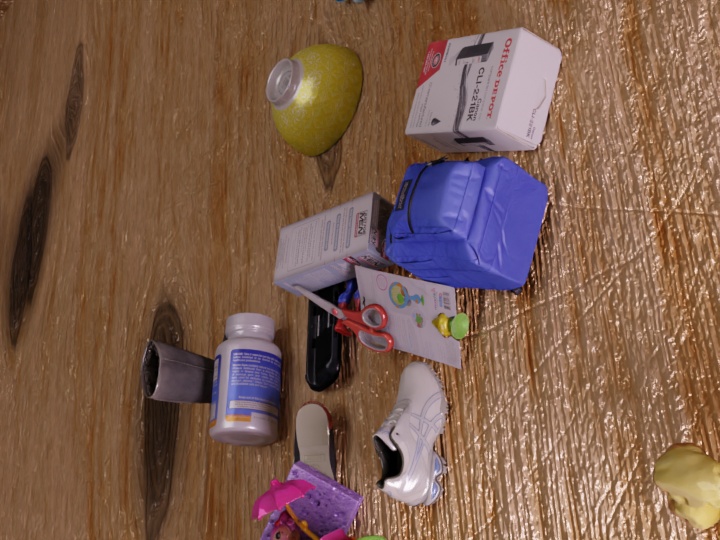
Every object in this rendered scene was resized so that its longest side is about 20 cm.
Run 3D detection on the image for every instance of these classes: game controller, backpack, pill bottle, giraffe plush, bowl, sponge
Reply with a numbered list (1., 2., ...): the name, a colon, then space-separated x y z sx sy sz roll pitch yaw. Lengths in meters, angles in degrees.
1. game controller: -0.053 0.085 1.675 0.104 0.042 0.202 -32 51 52
2. backpack: 0.120 -0.071 1.416 0.199 0.167 0.164 -2 62 55
3. pill bottle: -0.184 0.177 1.757 0.112 0.112 0.202 -24 56 46
4. giraffe plush: 0.379 0.168 0.981 0.172 0.200 0.163 32 75 23
5. bowl: -0.099 -0.310 1.865 0.200 0.107 0.202 -26 56 45
6. sponge: -0.085 0.389 1.544 0.111 0.030 0.201 26 97 14

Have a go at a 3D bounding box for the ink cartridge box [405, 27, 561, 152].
1. ink cartridge box: 0.168 -0.246 1.498 0.199 0.083 0.145 6 79 54

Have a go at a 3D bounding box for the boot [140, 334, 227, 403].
1. boot: -0.274 0.150 1.810 0.073 0.199 0.183 -41 45 39

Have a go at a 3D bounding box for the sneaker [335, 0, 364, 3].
1. sneaker: -0.041 -0.525 1.915 0.082 0.074 0.200 -60 36 10

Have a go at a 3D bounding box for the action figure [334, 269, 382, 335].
1. action figure: 0.000 0.000 1.644 0.065 0.052 0.202 -18 57 42

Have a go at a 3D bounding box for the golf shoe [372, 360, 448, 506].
1. golf shoe: 0.061 0.208 1.428 0.078 0.097 0.201 -31 50 44

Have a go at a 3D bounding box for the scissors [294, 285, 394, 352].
1. scissors: -0.028 0.071 1.578 0.199 0.014 0.074 12 118 42

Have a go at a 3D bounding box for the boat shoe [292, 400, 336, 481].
1. boat shoe: -0.071 0.294 1.593 0.063 0.071 0.202 97 172 -86

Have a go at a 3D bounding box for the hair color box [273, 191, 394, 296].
1. hair color box: -0.039 -0.037 1.626 0.199 0.060 0.100 -19 55 40

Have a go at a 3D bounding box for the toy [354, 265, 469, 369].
1. toy: 0.076 0.057 1.501 0.199 0.047 0.116 16 118 51

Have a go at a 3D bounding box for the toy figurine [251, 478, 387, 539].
1. toy figurine: -0.075 0.375 1.471 0.184 0.149 0.201 43 136 37
